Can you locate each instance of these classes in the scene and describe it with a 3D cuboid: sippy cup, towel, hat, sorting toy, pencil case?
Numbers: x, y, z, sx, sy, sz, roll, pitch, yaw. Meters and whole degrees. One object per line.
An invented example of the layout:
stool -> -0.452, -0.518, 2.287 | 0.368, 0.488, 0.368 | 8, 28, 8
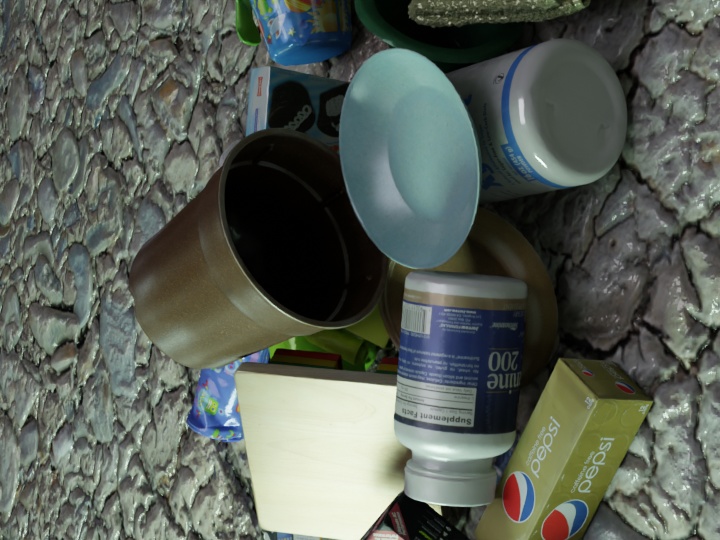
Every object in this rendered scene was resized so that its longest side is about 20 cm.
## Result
sippy cup -> -0.067, -0.309, 1.690 | 0.178, 0.139, 0.131 | 141, 117, -76
towel -> 0.149, -0.275, 1.356 | 0.200, 0.037, 0.148 | 5, 46, 43
hat -> 0.068, -0.202, 1.496 | 0.165, 0.200, 0.176 | 24, 134, 11
sorting toy -> -0.010, 0.172, 1.477 | 0.199, 0.070, 0.199 | 4, 121, 17
pencil case -> -0.147, 0.114, 1.784 | 0.087, 0.078, 0.200 | 37, 116, 42

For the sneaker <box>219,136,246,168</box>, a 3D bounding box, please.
sneaker -> -0.064, -0.101, 1.603 | 0.076, 0.200, 0.105 | 36, 132, 43

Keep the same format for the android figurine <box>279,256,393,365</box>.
android figurine -> 0.000, 0.000, 1.516 | 0.200, 0.041, 0.182 | 24, 91, 16

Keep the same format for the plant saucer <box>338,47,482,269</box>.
plant saucer -> 0.054, -0.103, 1.338 | 0.201, 0.039, 0.202 | 22, 118, 48

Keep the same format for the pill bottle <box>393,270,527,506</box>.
pill bottle -> 0.088, 0.104, 1.319 | 0.111, 0.111, 0.201 | 10, 96, 55

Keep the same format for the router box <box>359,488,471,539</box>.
router box -> 0.069, 0.319, 1.361 | 0.200, 0.062, 0.150 | 39, 125, 5

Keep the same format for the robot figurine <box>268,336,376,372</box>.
robot figurine -> -0.048, 0.048, 1.616 | 0.175, 0.115, 0.201 | -46, 50, 53

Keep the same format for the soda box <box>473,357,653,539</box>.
soda box -> 0.178, 0.177, 1.313 | 0.064, 0.068, 0.200 | 49, 125, 47

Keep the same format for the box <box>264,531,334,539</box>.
box -> -0.063, 0.274, 1.677 | 0.119, 0.041, 0.201 | -5, 79, 55

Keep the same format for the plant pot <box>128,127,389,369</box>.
plant pot -> -0.110, -0.007, 1.428 | 0.198, 0.200, 0.201 | -29, 62, 43

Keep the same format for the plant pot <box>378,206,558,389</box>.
plant pot -> 0.093, 0.034, 1.408 | 0.200, 0.027, 0.201 | 14, 116, 32

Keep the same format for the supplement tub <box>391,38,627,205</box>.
supplement tub -> 0.135, -0.131, 1.362 | 0.200, 0.132, 0.132 | -11, 77, 54

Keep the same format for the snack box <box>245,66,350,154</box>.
snack box -> -0.031, -0.139, 1.540 | 0.037, 0.200, 0.117 | 3, 89, 48
